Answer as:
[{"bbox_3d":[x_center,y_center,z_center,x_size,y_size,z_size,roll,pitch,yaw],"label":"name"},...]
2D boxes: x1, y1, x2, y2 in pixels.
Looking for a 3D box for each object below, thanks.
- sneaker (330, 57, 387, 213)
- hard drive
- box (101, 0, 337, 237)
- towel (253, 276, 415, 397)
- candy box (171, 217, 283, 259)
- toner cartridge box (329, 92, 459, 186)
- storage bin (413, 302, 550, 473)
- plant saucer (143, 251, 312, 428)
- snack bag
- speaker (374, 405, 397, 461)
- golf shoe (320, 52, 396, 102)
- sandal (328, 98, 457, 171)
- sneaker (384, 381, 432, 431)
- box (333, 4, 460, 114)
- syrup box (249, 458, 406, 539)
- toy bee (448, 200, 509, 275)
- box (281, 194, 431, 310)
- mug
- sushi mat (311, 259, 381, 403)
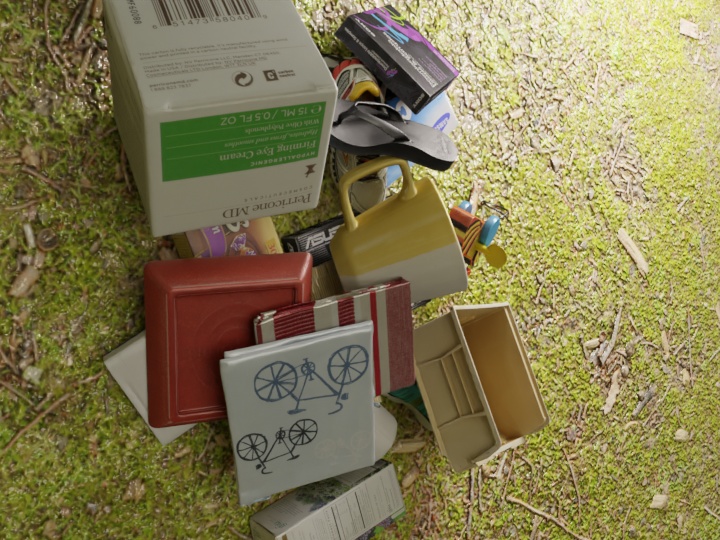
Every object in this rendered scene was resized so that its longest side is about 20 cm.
[{"bbox_3d":[0.000,-0.159,0.992,0.076,0.083,0.204,-16,124,-10],"label":"sneaker"},{"bbox_3d":[-0.182,0.099,0.919,0.198,0.025,0.134,-33,117,-10],"label":"hard drive"},{"bbox_3d":[-0.154,-0.178,0.825,0.194,0.173,0.203,-12,55,-21],"label":"box"},{"bbox_3d":[-0.027,0.097,0.920,0.195,0.023,0.148,-13,115,-20],"label":"towel"},{"bbox_3d":[-0.170,-0.056,0.951,0.115,0.056,0.205,-26,107,-30],"label":"candy box"},{"bbox_3d":[0.051,-0.196,1.112,0.200,0.043,0.096,-43,115,-26],"label":"toner cartridge box"},{"bbox_3d":[0.169,0.159,1.097,0.198,0.092,0.203,1,67,-59],"label":"storage bin"},{"bbox_3d":[-0.146,0.086,0.895,0.194,0.037,0.206,-4,110,-21],"label":"plant saucer"},{"bbox_3d":[-0.064,0.168,0.907,0.184,0.021,0.205,-12,115,-19],"label":"snack bag"},{"bbox_3d":[-0.038,0.174,1.035,0.200,0.080,0.082,44,68,-29],"label":"speaker"},{"bbox_3d":[-0.015,-0.240,1.025,0.198,0.094,0.079,-31,150,-28],"label":"golf shoe"},{"bbox_3d":[0.030,-0.169,0.905,0.195,0.043,0.077,7,50,-28],"label":"sandal"},{"bbox_3d":[0.094,0.171,1.130,0.199,0.079,0.079,40,70,-28],"label":"sneaker"},{"bbox_3d":[0.055,-0.284,1.023,0.143,0.036,0.200,43,29,-3],"label":"box"},{"bbox_3d":[-0.042,0.329,1.037,0.197,0.078,0.083,-24,105,-32],"label":"syrup box"},{"bbox_3d":[0.169,-0.040,1.164,0.197,0.130,0.111,6,113,-45],"label":"toy bee"},{"bbox_3d":[0.000,0.000,1.080,0.197,0.044,0.164,-23,104,-33],"label":"box"},{"bbox_3d":[0.036,-0.039,0.990,0.150,0.149,0.191,-20,89,0],"label":"mug"},{"bbox_3d":[-0.034,0.093,0.995,0.095,0.012,0.205,-22,94,-48],"label":"sushi mat"}]
